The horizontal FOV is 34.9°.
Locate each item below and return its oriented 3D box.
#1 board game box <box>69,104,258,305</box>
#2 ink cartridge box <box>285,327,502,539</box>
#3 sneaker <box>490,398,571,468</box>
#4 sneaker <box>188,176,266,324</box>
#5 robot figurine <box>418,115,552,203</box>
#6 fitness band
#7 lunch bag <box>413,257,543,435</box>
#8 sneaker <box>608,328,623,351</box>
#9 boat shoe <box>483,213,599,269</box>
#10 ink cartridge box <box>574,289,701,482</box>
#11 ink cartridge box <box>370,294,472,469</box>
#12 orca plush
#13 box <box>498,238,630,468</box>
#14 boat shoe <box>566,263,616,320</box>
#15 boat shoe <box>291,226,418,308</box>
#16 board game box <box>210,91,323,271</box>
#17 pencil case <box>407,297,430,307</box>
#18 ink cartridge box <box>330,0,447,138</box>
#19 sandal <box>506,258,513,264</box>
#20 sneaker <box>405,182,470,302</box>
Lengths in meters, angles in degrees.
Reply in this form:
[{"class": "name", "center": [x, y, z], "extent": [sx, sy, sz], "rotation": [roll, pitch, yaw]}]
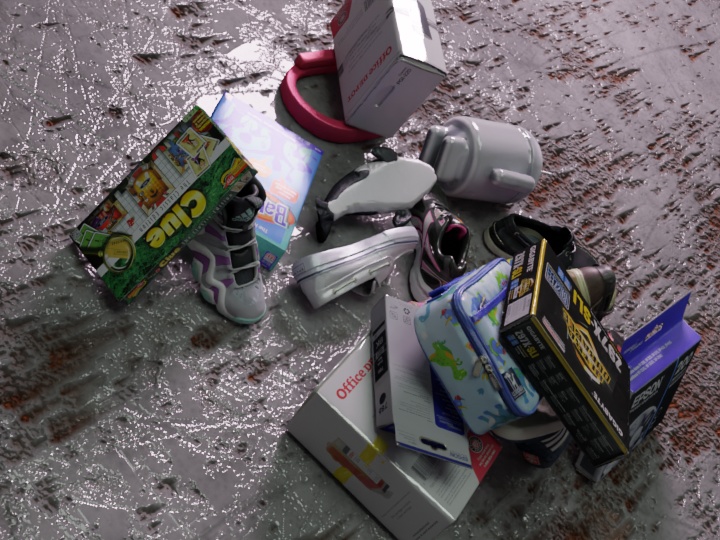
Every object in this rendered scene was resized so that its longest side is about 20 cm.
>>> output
[{"class": "board game box", "center": [-0.211, -0.070, 1.216], "extent": [0.105, 0.200, 0.023], "rotation": [46, 4, 20]}, {"class": "ink cartridge box", "center": [0.038, 0.182, 1.257], "extent": [0.200, 0.084, 0.145], "rotation": [44, 40, 3]}, {"class": "sneaker", "center": [0.205, 0.196, 1.348], "extent": [0.074, 0.086, 0.199], "rotation": [22, 14, 31]}, {"class": "sneaker", "center": [-0.136, -0.043, 1.251], "extent": [0.077, 0.139, 0.202], "rotation": [-29, 95, -37]}, {"class": "robot figurine", "center": [0.179, -0.157, 1.635], "extent": [0.198, 0.114, 0.170], "rotation": [5, 28, -33]}, {"class": "fitness band", "center": [-0.025, -0.247, 1.624], "extent": [0.199, 0.037, 0.145], "rotation": [-17, 69, -43]}, {"class": "lunch bag", "center": [0.143, 0.077, 1.255], "extent": [0.162, 0.082, 0.200], "rotation": [61, 27, 1]}, {"class": "sneaker", "center": [0.319, 0.133, 1.525], "extent": [0.074, 0.087, 0.200], "rotation": [52, 18, 19]}, {"class": "boat shoe", "center": [0.274, -0.036, 1.636], "extent": [0.197, 0.066, 0.075], "rotation": [22, 44, -20]}, {"class": "ink cartridge box", "center": [0.360, 0.144, 1.446], "extent": [0.043, 0.202, 0.197], "rotation": [31, 35, 28]}, {"class": "ink cartridge box", "center": [0.063, 0.125, 1.233], "extent": [0.099, 0.039, 0.202], "rotation": [22, 41, -24]}, {"class": "orca plush", "center": [0.008, -0.091, 1.498], "extent": [0.200, 0.071, 0.106], "rotation": [-40, 102, -32]}, {"class": "box", "center": [0.228, 0.088, 1.253], "extent": [0.201, 0.049, 0.160], "rotation": [54, 26, -18]}, {"class": "boat shoe", "center": [0.286, 0.036, 1.419], "extent": [0.201, 0.065, 0.073], "rotation": [53, 23, -74]}, {"class": "boat shoe", "center": [0.000, 0.000, 1.412], "extent": [0.198, 0.073, 0.068], "rotation": [-18, 85, -37]}, {"class": "board game box", "center": [-0.140, -0.114, 1.412], "extent": [0.151, 0.045, 0.201], "rotation": [30, 44, -12]}, {"class": "pencil case", "center": [0.148, 0.049, 1.401], "extent": [0.198, 0.086, 0.084], "rotation": [-20, 89, -16]}, {"class": "ink cartridge box", "center": [0.036, -0.309, 1.584], "extent": [0.084, 0.146, 0.202], "rotation": [16, 49, -29]}, {"class": "sandal", "center": [0.226, 0.074, 1.481], "extent": [0.086, 0.080, 0.202], "rotation": [-9, 62, 0]}, {"class": "sneaker", "center": [0.111, -0.047, 1.509], "extent": [0.080, 0.086, 0.202], "rotation": [16, 46, -27]}]
